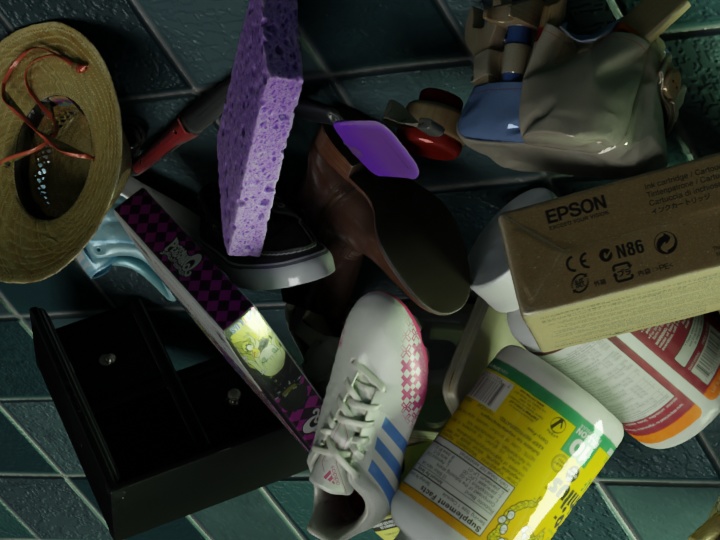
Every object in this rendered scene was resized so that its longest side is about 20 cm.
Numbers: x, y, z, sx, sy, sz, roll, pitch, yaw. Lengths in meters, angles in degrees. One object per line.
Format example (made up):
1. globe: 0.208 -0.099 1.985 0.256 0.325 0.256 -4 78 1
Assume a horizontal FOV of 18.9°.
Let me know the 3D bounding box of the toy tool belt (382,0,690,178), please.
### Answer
1. toy tool belt: 0.120 -0.130 1.422 0.200 0.123 0.125 7 167 41

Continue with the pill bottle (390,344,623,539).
1. pill bottle: 0.093 0.165 1.585 0.113 0.200 0.113 37 175 4

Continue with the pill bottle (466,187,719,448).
1. pill bottle: 0.178 0.034 1.590 0.200 0.110 0.109 39 144 -20

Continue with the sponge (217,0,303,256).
1. sponge: -0.072 -0.113 1.528 0.030 0.112 0.200 3 143 -12

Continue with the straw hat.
1. straw hat: -0.222 -0.083 1.661 0.201 0.202 0.085 -5 169 36

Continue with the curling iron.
1. curling iron: -0.139 -0.116 1.655 0.050 0.026 0.200 43 142 -21

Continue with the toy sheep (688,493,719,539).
1. toy sheep: 0.335 0.215 1.724 0.138 0.138 0.200 4 135 28

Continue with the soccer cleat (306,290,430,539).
1. soccer cleat: 0.001 0.113 1.574 0.070 0.086 0.200 22 124 27

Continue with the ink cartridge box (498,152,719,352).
1. ink cartridge box: 0.199 -0.014 1.419 0.200 0.075 0.165 -15 168 6

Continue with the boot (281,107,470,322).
1. boot: 0.000 0.000 1.641 0.187 0.064 0.200 61 150 22

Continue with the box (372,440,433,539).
1. box: 0.097 0.222 1.699 0.200 0.075 0.050 43 142 -24

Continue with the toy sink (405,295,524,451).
1. toy sink: 0.077 0.103 1.731 0.112 0.131 0.200 4 142 29

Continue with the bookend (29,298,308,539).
1. bookend: -0.160 0.103 1.889 0.200 0.199 0.092 -19 149 -16

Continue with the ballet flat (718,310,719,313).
1. ballet flat: 0.307 0.058 1.583 0.071 0.071 0.200 -3 138 34

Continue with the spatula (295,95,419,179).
1. spatula: -0.016 -0.101 1.527 0.057 0.021 0.200 49 173 -28

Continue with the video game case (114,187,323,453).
1. video game case: -0.097 0.045 1.661 0.200 0.036 0.181 44 170 49

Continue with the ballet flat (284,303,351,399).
1. ballet flat: -0.023 0.069 1.708 0.069 0.069 0.200 42 -173 -24

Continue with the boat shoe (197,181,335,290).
1. boat shoe: -0.078 -0.033 1.645 0.200 0.070 0.066 -151 46 -68

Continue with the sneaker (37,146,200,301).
1. sneaker: -0.216 -0.041 1.746 0.200 0.082 0.074 26 162 -2
